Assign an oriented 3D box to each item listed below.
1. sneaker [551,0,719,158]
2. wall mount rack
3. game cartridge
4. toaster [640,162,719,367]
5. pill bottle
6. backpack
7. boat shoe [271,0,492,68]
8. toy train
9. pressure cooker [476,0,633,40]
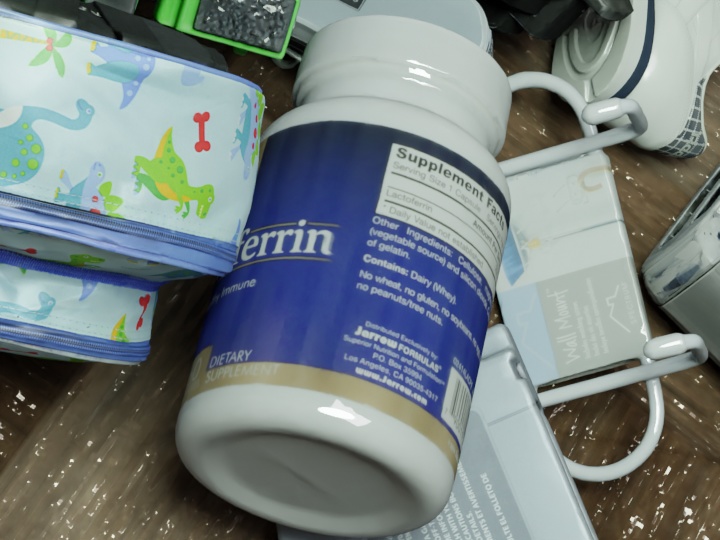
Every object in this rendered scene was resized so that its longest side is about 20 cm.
[{"bbox_3d":[0.155,-0.153,1.212,0.080,0.076,0.200,28,68,-26],"label":"sneaker"},{"bbox_3d":[0.061,0.003,1.116,0.173,0.075,0.200,-16,76,12],"label":"wall mount rack"},{"bbox_3d":[0.040,0.138,1.040,0.133,0.040,0.200,-22,73,3],"label":"game cartridge"},{"bbox_3d":[0.225,-0.008,1.163,0.129,0.114,0.200,41,64,-1],"label":"toaster"},{"bbox_3d":[0.000,0.000,1.012,0.116,0.116,0.200,22,60,-14],"label":"pill bottle"},{"bbox_3d":[-0.134,-0.040,0.974,0.183,0.200,0.147,13,88,-20],"label":"backpack"},{"bbox_3d":[-0.024,-0.132,1.124,0.199,0.068,0.074,27,74,15],"label":"boat shoe"},{"bbox_3d":[-0.120,-0.130,1.036,0.200,0.056,0.042,14,100,-15],"label":"toy train"},{"bbox_3d":[0.078,-0.214,1.123,0.178,0.200,0.176,30,27,-34],"label":"pressure cooker"}]
